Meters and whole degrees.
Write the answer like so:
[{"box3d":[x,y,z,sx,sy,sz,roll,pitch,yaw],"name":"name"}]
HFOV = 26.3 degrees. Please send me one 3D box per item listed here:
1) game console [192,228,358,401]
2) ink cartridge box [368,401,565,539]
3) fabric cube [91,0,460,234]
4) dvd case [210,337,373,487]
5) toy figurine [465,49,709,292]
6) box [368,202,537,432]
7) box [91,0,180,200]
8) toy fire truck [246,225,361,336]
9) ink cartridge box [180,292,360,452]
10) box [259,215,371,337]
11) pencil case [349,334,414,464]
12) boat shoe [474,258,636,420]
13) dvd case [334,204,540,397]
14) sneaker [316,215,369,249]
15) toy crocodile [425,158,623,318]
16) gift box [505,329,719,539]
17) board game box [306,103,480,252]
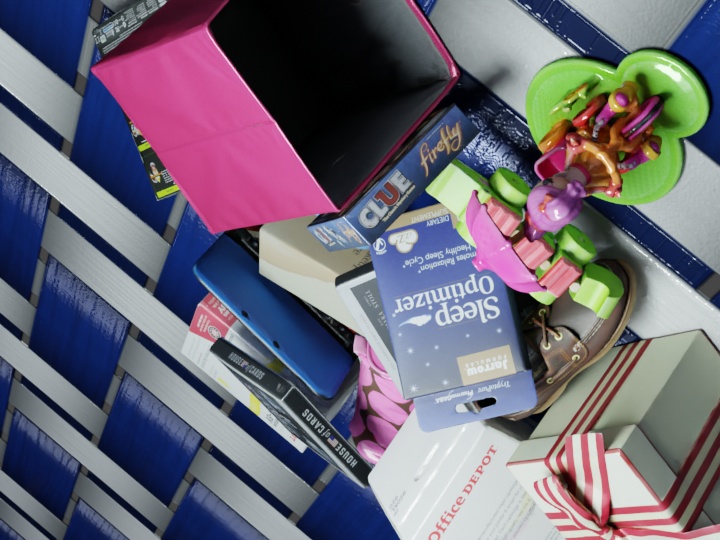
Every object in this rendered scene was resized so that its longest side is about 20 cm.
[{"box3d":[-0.107,0.061,1.662,0.200,0.118,0.171,45,147,-4],"name":"game console"},{"box3d":[0.138,0.224,1.558,0.199,0.148,0.145,30,-172,-24],"name":"ink cartridge box"},{"box3d":[-0.075,-0.175,1.355,0.199,0.196,0.201,-6,126,53],"name":"fabric cube"},{"box3d":[-0.075,0.151,1.670,0.150,0.025,0.200,49,168,-28],"name":"dvd case"},{"box3d":[0.167,-0.066,1.232,0.150,0.184,0.200,46,148,-8],"name":"toy figurine"},{"box3d":[0.083,0.040,1.411,0.120,0.032,0.202,-15,86,17],"name":"box"},{"box3d":[-0.179,-0.183,1.548,0.199,0.047,0.195,-16,99,55],"name":"box"},{"box3d":[-0.063,0.007,1.707,0.199,0.049,0.142,-3,127,49],"name":"toy fire truck"},{"box3d":[-0.106,0.105,1.844,0.199,0.084,0.145,38,149,5],"name":"ink cartridge box"},{"box3d":[0.000,0.000,1.588,0.199,0.095,0.078,29,146,17],"name":"box"},{"box3d":[0.033,0.135,1.664,0.093,0.091,0.201,0,141,-4],"name":"pencil case"},{"box3d":[0.178,0.068,1.427,0.201,0.070,0.071,-58,48,31],"name":"boat shoe"},{"box3d":[0.096,0.030,1.476,0.199,0.025,0.151,-24,118,16],"name":"dvd case"},{"box3d":[-0.043,-0.104,1.546,0.199,0.071,0.083,35,127,15],"name":"sneaker"},{"box3d":[0.143,-0.026,1.346,0.199,0.062,0.068,38,111,-11],"name":"toy crocodile"},{"box3d":[0.266,0.176,1.419,0.185,0.187,0.200,47,150,-10],"name":"gift box"},{"box3d":[0.024,-0.078,1.358,0.035,0.136,0.200,45,171,-7],"name":"board game box"}]
